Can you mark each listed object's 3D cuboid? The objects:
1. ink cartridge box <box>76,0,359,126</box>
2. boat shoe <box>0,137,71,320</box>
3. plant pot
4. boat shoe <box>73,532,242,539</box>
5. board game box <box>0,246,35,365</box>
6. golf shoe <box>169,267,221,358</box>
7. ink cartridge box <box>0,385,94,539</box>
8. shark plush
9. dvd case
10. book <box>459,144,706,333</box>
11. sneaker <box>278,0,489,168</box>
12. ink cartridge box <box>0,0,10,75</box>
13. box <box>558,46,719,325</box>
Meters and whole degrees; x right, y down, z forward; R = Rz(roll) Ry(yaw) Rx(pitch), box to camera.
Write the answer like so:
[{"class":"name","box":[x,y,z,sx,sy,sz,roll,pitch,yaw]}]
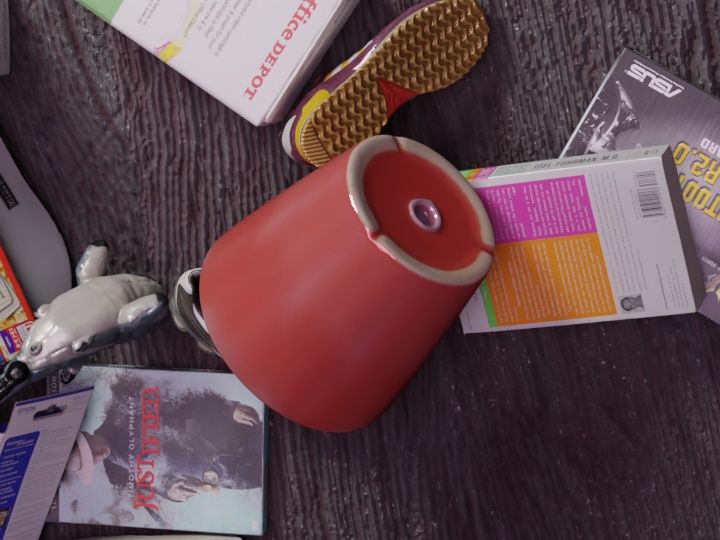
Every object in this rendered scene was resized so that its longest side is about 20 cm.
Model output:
[{"class":"ink cartridge box","box":[-0.116,-0.234,1.619,0.200,0.084,0.145,35,102,6]},{"class":"boat shoe","box":[-0.318,-0.044,1.696,0.064,0.071,0.200,-20,96,47]},{"class":"plant pot","box":[0.000,0.000,1.536,0.200,0.200,0.177,49,128,3]},{"class":"boat shoe","box":[-0.198,0.269,1.703,0.200,0.072,0.069,-3,93,2]},{"class":"board game box","box":[-0.367,0.000,1.677,0.151,0.046,0.200,-23,92,47]},{"class":"golf shoe","box":[-0.074,0.065,1.631,0.200,0.095,0.078,30,73,5]},{"class":"ink cartridge box","box":[-0.300,0.181,1.674,0.037,0.095,0.200,38,117,27]},{"class":"shark plush","box":[-0.235,0.068,1.623,0.091,0.200,0.083,29,145,17]},{"class":"dvd case","box":[-0.179,0.156,1.707,0.200,0.022,0.146,3,97,12]},{"class":"book","box":[0.164,-0.024,1.557,0.200,0.048,0.134,-5,113,29]},{"class":"sneaker","box":[0.014,-0.163,1.609,0.200,0.090,0.075,-38,112,-12]},{"class":"ink cartridge box","box":[-0.396,-0.200,1.620,0.146,0.200,0.083,0,96,12]},{"class":"box","box":[0.262,-0.066,1.580,0.200,0.048,0.159,32,101,7]}]
